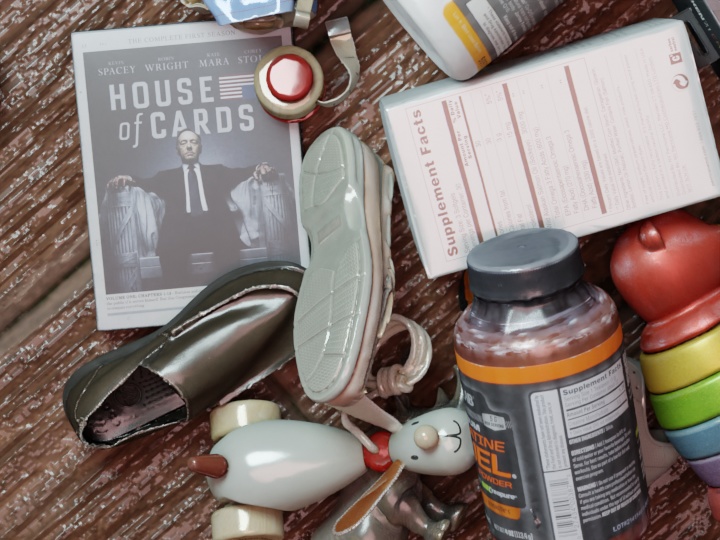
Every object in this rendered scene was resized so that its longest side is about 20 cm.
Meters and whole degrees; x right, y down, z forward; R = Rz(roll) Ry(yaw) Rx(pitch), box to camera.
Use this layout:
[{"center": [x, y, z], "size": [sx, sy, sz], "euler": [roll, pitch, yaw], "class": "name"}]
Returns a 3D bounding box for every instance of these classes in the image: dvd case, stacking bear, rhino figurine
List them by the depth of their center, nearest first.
[{"center": [0.233, 0.051, 1.452], "size": [0.113, 0.121, 0.201], "euler": [-28, 94, 6], "class": "stacking bear"}, {"center": [-0.111, -0.066, 1.493], "size": [0.149, 0.025, 0.202], "euler": [-5, 96, -1], "class": "dvd case"}, {"center": [0.024, 0.155, 1.497], "size": [0.087, 0.060, 0.201], "euler": [25, 93, 14], "class": "rhino figurine"}]

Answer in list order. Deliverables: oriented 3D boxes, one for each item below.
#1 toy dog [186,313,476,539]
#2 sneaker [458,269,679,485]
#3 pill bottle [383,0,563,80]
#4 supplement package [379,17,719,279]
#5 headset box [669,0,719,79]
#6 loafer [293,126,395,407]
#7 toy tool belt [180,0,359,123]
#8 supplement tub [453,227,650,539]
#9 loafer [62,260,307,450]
[{"center": [-0.032, 0.117, 1.444], "size": [0.199, 0.096, 0.132], "euler": [-34, 67, 18], "class": "toy dog"}, {"center": [0.141, 0.067, 1.492], "size": [0.092, 0.076, 0.201], "euler": [-33, 103, -5], "class": "sneaker"}, {"center": [0.102, -0.221, 1.378], "size": [0.200, 0.116, 0.117], "euler": [-39, 95, 0], "class": "pill bottle"}, {"center": [0.121, -0.082, 1.447], "size": [0.199, 0.117, 0.118], "euler": [-16, 98, 1], "class": "supplement package"}, {"center": [0.295, -0.200, 1.443], "size": [0.199, 0.093, 0.175], "euler": [-34, 96, -1], "class": "headset box"}, {"center": [0.000, 0.000, 1.435], "size": [0.063, 0.201, 0.072], "euler": [24, 141, -34], "class": "loafer"}, {"center": [-0.066, -0.200, 1.414], "size": [0.124, 0.123, 0.201], "euler": [-13, 84, -1], "class": "toy tool belt"}, {"center": [0.117, 0.078, 1.388], "size": [0.106, 0.107, 0.201], "euler": [-11, 109, 0], "class": "supplement tub"}, {"center": [-0.107, 0.067, 1.468], "size": [0.199, 0.071, 0.073], "euler": [-32, 114, 12], "class": "loafer"}]
